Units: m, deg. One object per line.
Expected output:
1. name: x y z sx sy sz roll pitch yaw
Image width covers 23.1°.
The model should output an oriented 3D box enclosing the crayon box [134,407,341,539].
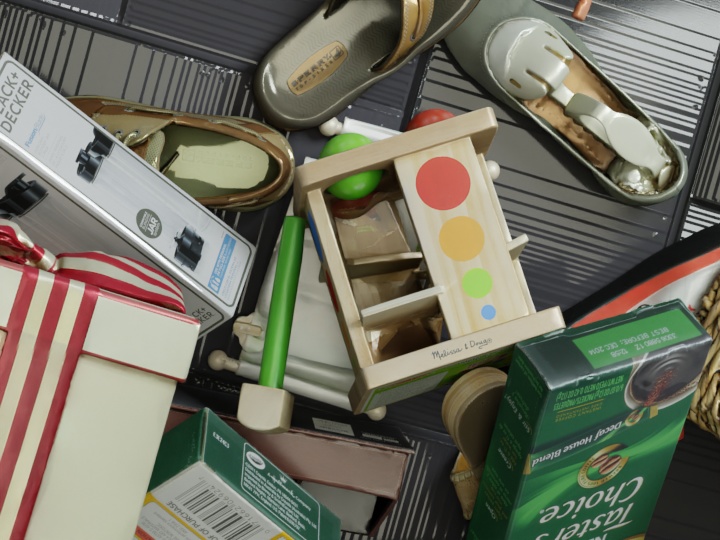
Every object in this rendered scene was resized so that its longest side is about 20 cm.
1. crayon box: -0.126 0.181 1.091 0.199 0.052 0.126 -33 121 23

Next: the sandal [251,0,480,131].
1. sandal: 0.009 -0.170 1.126 0.200 0.055 0.082 -39 82 0

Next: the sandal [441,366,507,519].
1. sandal: 0.091 0.124 1.157 0.077 0.070 0.213 -31 134 -8

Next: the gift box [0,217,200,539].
1. gift box: -0.209 0.066 0.970 0.183 0.200 0.188 18 85 -24

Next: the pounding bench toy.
1. pounding bench toy: 0.000 0.000 1.081 0.198 0.124 0.157 -17 81 -6

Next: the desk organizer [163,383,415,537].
1. desk organizer: -0.073 0.127 1.141 0.198 0.072 0.078 12 96 -8

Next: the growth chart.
1. growth chart: 0.002 -0.001 1.166 0.144 0.018 0.201 23 92 -9

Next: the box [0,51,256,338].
1. box: -0.176 -0.028 1.068 0.200 0.116 0.060 37 45 -22

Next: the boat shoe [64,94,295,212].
1. boat shoe: -0.138 -0.073 1.113 0.198 0.074 0.076 -1 95 -7

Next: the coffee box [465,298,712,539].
1. coffee box: 0.137 0.114 1.082 0.122 0.044 0.201 -13 137 -25

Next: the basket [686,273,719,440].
1. basket: 0.319 0.080 1.116 0.199 0.149 0.143 30 91 -32

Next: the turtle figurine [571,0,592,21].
1. turtle figurine: 0.110 -0.252 1.085 0.064 0.161 0.202 -3 96 -7

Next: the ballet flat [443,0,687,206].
1. ballet flat: 0.137 -0.118 1.150 0.200 0.064 0.068 41 89 -8

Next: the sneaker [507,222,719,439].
1. sneaker: 0.205 0.053 1.173 0.200 0.067 0.108 -30 99 0
